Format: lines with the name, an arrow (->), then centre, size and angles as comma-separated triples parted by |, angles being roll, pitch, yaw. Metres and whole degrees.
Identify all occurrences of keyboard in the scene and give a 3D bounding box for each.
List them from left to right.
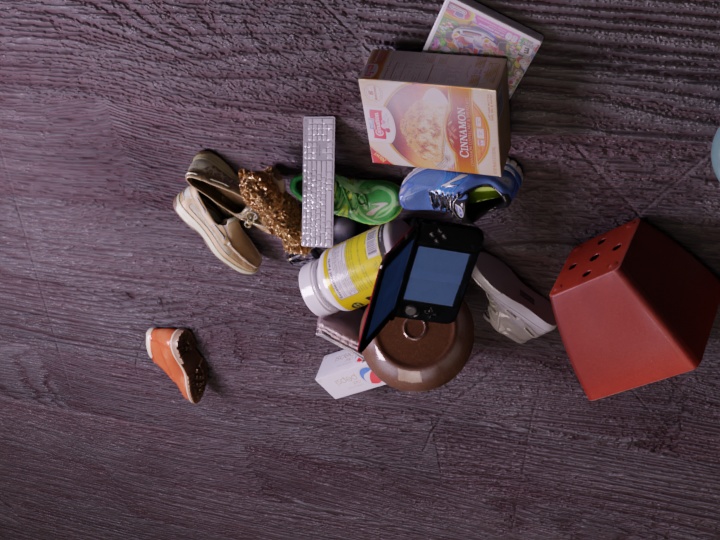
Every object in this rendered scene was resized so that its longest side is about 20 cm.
keyboard -> -0.066, -0.139, 1.606 | 0.055, 0.011, 0.204 | 4, 96, 30

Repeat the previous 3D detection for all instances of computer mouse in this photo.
computer mouse -> -0.071, -0.046, 1.794 | 0.058, 0.034, 0.199 | 37, 139, -17

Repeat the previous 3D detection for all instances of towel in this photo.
towel -> 0.013, 0.118, 1.833 | 0.198, 0.191, 0.033 | 28, 106, -5

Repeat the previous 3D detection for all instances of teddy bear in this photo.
teddy bear -> -0.128, -0.103, 1.685 | 0.066, 0.146, 0.201 | -19, 131, 14

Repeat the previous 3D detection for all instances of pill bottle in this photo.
pill bottle -> 0.000, 0.000, 1.720 | 0.198, 0.115, 0.115 | -23, 123, 29

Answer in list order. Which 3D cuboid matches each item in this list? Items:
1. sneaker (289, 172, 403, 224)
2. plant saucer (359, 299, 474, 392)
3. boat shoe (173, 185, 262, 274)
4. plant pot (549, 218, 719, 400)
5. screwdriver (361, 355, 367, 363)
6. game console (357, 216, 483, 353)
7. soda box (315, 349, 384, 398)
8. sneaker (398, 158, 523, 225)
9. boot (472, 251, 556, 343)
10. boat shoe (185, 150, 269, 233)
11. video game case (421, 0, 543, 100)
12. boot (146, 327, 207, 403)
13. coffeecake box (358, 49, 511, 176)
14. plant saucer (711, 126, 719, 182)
sneaker -> -0.025, -0.116, 1.642 | 0.196, 0.083, 0.076 | 9, 96, 17
plant saucer -> 0.093, 0.101, 1.713 | 0.197, 0.204, 0.037 | 12, 164, 13
boat shoe -> -0.242, -0.075, 1.824 | 0.076, 0.072, 0.200 | -33, 115, 33
plant pot -> 0.403, 0.045, 1.548 | 0.199, 0.200, 0.177 | -26, 109, 43
screwdriver -> 0.064, 0.082, 1.756 | 0.028, 0.200, 0.029 | 51, 168, -35
game console -> 0.093, 0.033, 1.579 | 0.169, 0.120, 0.202 | 8, 131, -8
soda box -> 0.006, 0.188, 1.993 | 0.198, 0.064, 0.068 | -22, 123, 41
sneaker -> 0.145, -0.118, 1.555 | 0.197, 0.090, 0.079 | -7, 131, 27
boot -> 0.235, 0.055, 1.721 | 0.199, 0.074, 0.095 | 38, 132, -18
boat shoe -> -0.215, -0.120, 1.759 | 0.199, 0.063, 0.073 | 36, 139, -15
video game case -> 0.152, -0.282, 1.433 | 0.141, 0.018, 0.201 | 25, 141, -2
boot -> -0.397, 0.201, 2.208 | 0.105, 0.075, 0.203 | 6, 129, 25
coffeecake box -> 0.108, -0.223, 1.447 | 0.196, 0.074, 0.155 | 8, 140, 19
plant saucer -> 0.540, -0.134, 1.276 | 0.196, 0.028, 0.202 | 15, 140, 12
